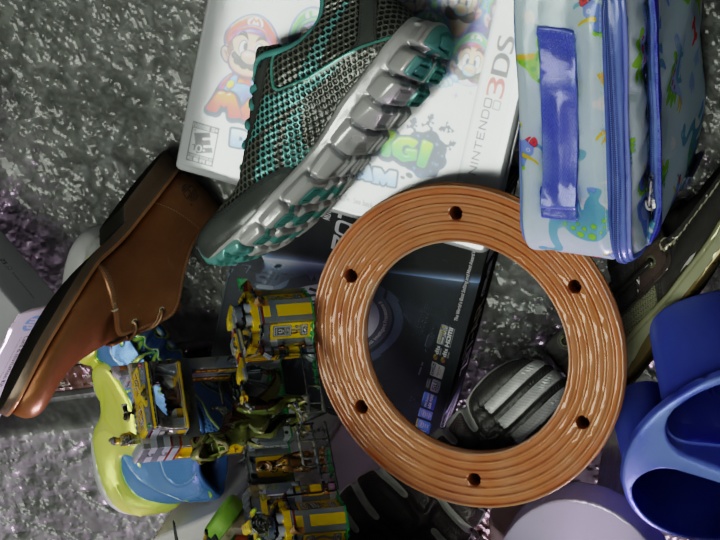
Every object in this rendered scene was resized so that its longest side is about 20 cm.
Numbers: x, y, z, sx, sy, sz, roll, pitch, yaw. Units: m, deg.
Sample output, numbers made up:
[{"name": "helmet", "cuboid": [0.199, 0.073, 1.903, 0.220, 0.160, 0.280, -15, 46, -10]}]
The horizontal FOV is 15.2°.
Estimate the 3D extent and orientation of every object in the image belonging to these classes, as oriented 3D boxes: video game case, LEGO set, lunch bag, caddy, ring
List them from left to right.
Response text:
[{"name": "LEGO set", "cuboid": [-0.087, 0.110, 1.640, 0.116, 0.200, 0.154, -4, 168, -17]}, {"name": "video game case", "cuboid": [0.001, -0.122, 1.604, 0.200, 0.024, 0.182, 16, 107, 12]}, {"name": "ring", "cuboid": [0.065, 0.044, 1.602, 0.200, 0.019, 0.201, 8, 109, 24]}, {"name": "lunch bag", "cuboid": [0.137, -0.114, 1.501, 0.082, 0.161, 0.200, 8, 121, 20]}, {"name": "caddy", "cuboid": [0.242, 0.095, 1.577, 0.200, 0.105, 0.141, 6, 131, -19]}]

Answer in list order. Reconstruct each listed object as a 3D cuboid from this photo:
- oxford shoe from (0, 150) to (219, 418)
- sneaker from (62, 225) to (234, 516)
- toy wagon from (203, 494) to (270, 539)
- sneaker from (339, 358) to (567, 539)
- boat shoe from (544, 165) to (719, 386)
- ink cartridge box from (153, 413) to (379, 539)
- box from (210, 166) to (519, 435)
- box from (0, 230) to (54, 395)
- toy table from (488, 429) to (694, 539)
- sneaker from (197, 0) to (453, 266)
[{"name": "oxford shoe", "cuboid": [-0.153, 0.020, 1.692, 0.071, 0.200, 0.071, 40, 160, -9]}, {"name": "sneaker", "cuboid": [-0.128, 0.065, 1.765, 0.105, 0.076, 0.200, 1, 113, 26]}, {"name": "toy wagon", "cuboid": [-0.058, 0.239, 1.767, 0.155, 0.040, 0.200, 36, 126, -1]}, {"name": "sneaker", "cuboid": [0.064, 0.133, 1.697, 0.200, 0.116, 0.076, -39, 78, 12]}, {"name": "boat shoe", "cuboid": [0.173, -0.003, 1.607, 0.066, 0.072, 0.201, 36, 122, 8]}, {"name": "ink cartridge box", "cuboid": [-0.020, 0.211, 1.811, 0.146, 0.084, 0.200, -26, 108, 33]}, {"name": "box", "cuboid": [0.000, 0.000, 1.700, 0.160, 0.044, 0.200, 21, 125, 10]}, {"name": "box", "cuboid": [-0.294, 0.039, 1.813, 0.156, 0.041, 0.200, 47, 130, 21]}, {"name": "toy table", "cuboid": [0.158, 0.195, 1.708, 0.184, 0.117, 0.200, 16, 125, 12]}, {"name": "sneaker", "cuboid": [-0.036, -0.090, 1.581, 0.091, 0.078, 0.200, 46, 105, 15]}]
